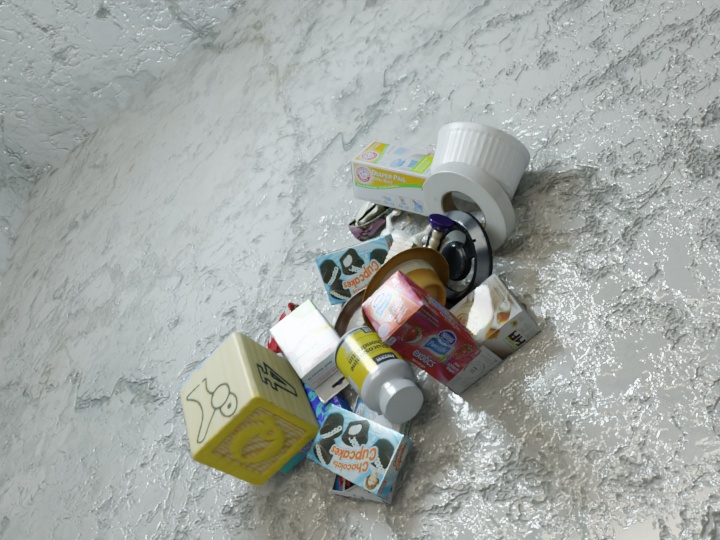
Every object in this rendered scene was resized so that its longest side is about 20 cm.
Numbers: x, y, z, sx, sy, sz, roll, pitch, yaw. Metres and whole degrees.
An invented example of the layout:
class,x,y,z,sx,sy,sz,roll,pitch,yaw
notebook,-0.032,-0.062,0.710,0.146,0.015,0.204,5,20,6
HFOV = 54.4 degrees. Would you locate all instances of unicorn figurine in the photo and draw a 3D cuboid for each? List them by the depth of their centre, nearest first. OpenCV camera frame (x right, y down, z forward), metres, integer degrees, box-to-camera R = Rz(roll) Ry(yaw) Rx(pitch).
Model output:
class,x,y,z,sx,sy,sz,roll,pitch,yaw
unicorn figurine,0.088,-0.071,1.577,0.199,0.074,0.138,14,67,50

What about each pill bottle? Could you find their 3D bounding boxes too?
class,x,y,z,sx,sy,sz,roll,pitch,yaw
pill bottle,0.036,0.199,1.338,0.112,0.112,0.200,-49,38,2

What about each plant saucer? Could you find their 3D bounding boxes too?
class,x,y,z,sx,sy,sz,roll,pitch,yaw
plant saucer,0.028,0.129,1.494,0.199,0.032,0.202,-16,60,30

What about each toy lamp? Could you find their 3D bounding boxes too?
class,x,y,z,sx,sy,sz,roll,pitch,yaw
toy lamp,0.133,-0.011,1.402,0.058,0.058,0.201,52,135,50

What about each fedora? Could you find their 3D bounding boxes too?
class,x,y,z,sx,sy,sz,roll,pitch,yaw
fedora,0.100,0.055,1.333,0.201,0.200,0.082,-46,41,4

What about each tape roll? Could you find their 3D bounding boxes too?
class,x,y,z,sx,sy,sz,roll,pitch,yaw
tape roll,0.214,-0.126,1.404,0.202,0.204,0.037,12,48,47

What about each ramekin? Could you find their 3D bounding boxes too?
class,x,y,z,sx,sy,sz,roll,pitch,yaw
ramekin,0.242,-0.215,1.454,0.199,0.200,0.098,7,72,45

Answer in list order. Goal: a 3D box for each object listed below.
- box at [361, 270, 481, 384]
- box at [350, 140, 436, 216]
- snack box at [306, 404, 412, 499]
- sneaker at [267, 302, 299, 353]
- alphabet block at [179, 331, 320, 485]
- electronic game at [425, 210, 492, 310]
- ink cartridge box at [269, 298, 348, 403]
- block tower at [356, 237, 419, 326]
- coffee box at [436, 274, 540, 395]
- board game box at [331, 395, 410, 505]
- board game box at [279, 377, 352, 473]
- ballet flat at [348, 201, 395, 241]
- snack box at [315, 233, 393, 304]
class,x,y,z,sx,sy,sz,roll,pitch,yaw
box,0.107,0.101,1.203,0.095,0.200,0.100,-44,42,9
box,0.090,-0.212,1.587,0.199,0.102,0.113,17,42,27
snack box,-0.005,0.338,1.323,0.199,0.037,0.117,11,69,46
sneaker,-0.152,0.181,1.631,0.116,0.078,0.201,-52,36,26
alphabet block,-0.232,0.284,1.441,0.195,0.196,0.200,-44,40,13
electronic game,0.192,-0.019,1.399,0.199,0.041,0.202,9,101,57
ink cartridge box,-0.095,0.169,1.485,0.117,0.067,0.200,-39,50,-4
block tower,0.065,0.037,1.455,0.058,0.054,0.201,20,82,42
coffee box,0.215,0.120,1.306,0.200,0.080,0.115,-41,40,11
board game box,0.025,0.340,1.350,0.126,0.035,0.201,-6,57,40
board game box,-0.122,0.310,1.503,0.200,0.045,0.152,-43,40,11
ballet flat,0.051,-0.153,1.677,0.200,0.071,0.069,-42,37,10
snack box,0.000,0.000,1.571,0.199,0.117,0.037,-16,6,34
